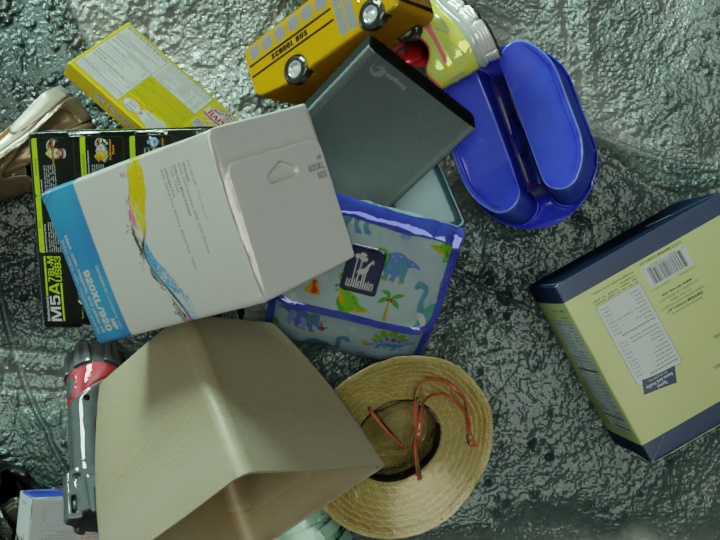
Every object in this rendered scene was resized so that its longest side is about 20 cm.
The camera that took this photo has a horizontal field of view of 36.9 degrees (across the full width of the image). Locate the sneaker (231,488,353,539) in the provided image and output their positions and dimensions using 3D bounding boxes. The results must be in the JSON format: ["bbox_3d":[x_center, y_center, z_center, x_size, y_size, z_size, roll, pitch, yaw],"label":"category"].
[{"bbox_3d":[-0.031,0.256,1.129,0.200,0.074,0.119,33,95,1],"label":"sneaker"}]

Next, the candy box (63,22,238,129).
[{"bbox_3d":[-0.201,-0.166,1.125,0.200,0.026,0.102,42,45,-1],"label":"candy box"}]

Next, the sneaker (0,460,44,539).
[{"bbox_3d":[-0.356,0.290,1.100,0.114,0.076,0.201,-11,87,40],"label":"sneaker"}]

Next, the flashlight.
[{"bbox_3d":[-0.259,0.165,1.074,0.067,0.068,0.201,-19,51,2],"label":"flashlight"}]

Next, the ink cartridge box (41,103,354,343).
[{"bbox_3d":[-0.138,-0.041,0.938,0.199,0.147,0.145,-14,99,34],"label":"ink cartridge box"}]

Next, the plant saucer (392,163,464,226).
[{"bbox_3d":[0.042,-0.129,1.166,0.070,0.019,0.201,-23,91,-2],"label":"plant saucer"}]

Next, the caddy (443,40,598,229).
[{"bbox_3d":[0.165,-0.143,1.129,0.141,0.105,0.201,-21,82,17],"label":"caddy"}]

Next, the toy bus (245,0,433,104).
[{"bbox_3d":[-0.024,-0.235,1.082,0.200,0.065,0.079,-28,69,36],"label":"toy bus"}]

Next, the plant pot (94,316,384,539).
[{"bbox_3d":[-0.134,0.153,1.015,0.200,0.199,0.178,-37,63,28],"label":"plant pot"}]

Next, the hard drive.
[{"bbox_3d":[-0.002,-0.125,1.085,0.139,0.033,0.200,33,123,-24],"label":"hard drive"}]

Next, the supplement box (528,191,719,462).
[{"bbox_3d":[0.317,0.056,1.116,0.199,0.134,0.201,-29,91,-2],"label":"supplement box"}]

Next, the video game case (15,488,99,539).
[{"bbox_3d":[-0.250,0.313,1.092,0.199,0.045,0.182,6,88,-34],"label":"video game case"}]

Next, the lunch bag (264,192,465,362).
[{"bbox_3d":[0.000,0.000,1.064,0.169,0.200,0.128,14,54,-4],"label":"lunch bag"}]

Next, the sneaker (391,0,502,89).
[{"bbox_3d":[0.055,-0.256,1.103,0.090,0.078,0.200,-41,50,4],"label":"sneaker"}]

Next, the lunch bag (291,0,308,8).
[{"bbox_3d":[-0.059,-0.384,1.110,0.164,0.118,0.200,-44,87,0],"label":"lunch bag"}]

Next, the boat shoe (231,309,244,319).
[{"bbox_3d":[-0.174,-0.011,1.133,0.074,0.062,0.201,-21,94,12],"label":"boat shoe"}]

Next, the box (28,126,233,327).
[{"bbox_3d":[-0.229,-0.042,1.082,0.192,0.048,0.201,0,100,12],"label":"box"}]

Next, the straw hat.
[{"bbox_3d":[0.035,0.172,1.126,0.200,0.085,0.202,-2,102,-9],"label":"straw hat"}]

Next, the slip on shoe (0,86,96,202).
[{"bbox_3d":[-0.363,-0.104,1.125,0.061,0.076,0.200,45,80,1],"label":"slip on shoe"}]
